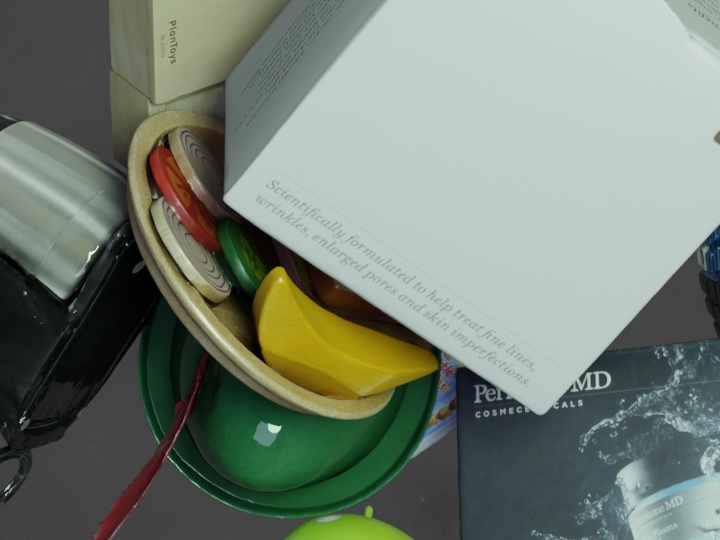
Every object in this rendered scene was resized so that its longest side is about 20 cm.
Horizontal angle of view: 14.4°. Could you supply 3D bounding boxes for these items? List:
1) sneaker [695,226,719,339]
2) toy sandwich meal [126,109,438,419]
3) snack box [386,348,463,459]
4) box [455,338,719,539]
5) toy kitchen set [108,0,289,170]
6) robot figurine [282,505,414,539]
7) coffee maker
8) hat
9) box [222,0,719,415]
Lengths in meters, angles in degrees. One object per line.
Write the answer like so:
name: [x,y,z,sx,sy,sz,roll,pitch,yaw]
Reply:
sneaker: [0.223,-0.029,1.544,0.086,0.075,0.201,-17,96,-13]
toy sandwich meal: [-0.028,-0.013,1.414,0.070,0.205,0.205,-39,95,25]
snack box: [0.000,0.000,1.549,0.072,0.024,0.200,-34,94,-3]
box: [0.156,0.148,1.463,0.196,0.117,0.201,-7,69,15]
toy kitchen set: [-0.089,-0.188,1.514,0.163,0.180,0.201,-21,129,-29]
robot figurine: [-0.027,0.214,1.496,0.175,0.116,0.200,26,65,32]
coffee maker: [-0.217,-0.010,1.454,0.200,0.135,0.192,35,78,14]
hat: [-0.053,0.074,1.457,0.165,0.176,0.201,17,101,4]
box: [0.068,-0.079,1.346,0.199,0.131,0.200,34,112,-18]
